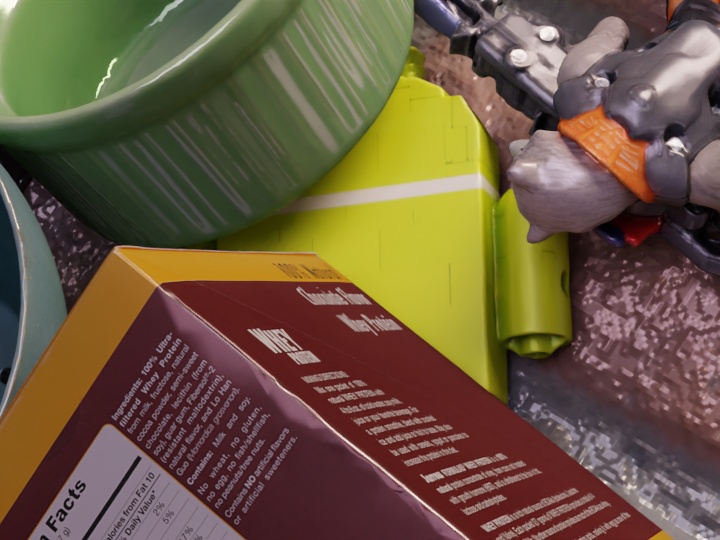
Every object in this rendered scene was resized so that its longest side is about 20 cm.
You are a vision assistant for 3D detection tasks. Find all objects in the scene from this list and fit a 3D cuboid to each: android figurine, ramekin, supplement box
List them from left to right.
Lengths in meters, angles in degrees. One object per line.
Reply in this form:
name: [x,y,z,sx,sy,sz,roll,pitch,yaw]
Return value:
ramekin: [-0.074,-0.106,0.853,0.199,0.098,0.201,-20,43,20]
supplement box: [-0.010,0.104,0.712,0.200,0.197,0.133,38,101,15]
android figurine: [0.000,0.000,0.858,0.180,0.041,0.202,-9,71,18]

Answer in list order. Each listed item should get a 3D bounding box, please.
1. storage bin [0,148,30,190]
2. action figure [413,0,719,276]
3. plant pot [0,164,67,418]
storage bin: [-0.251,-0.039,0.938,0.135,0.094,0.201,28,85,26]
action figure: [0.114,-0.096,0.810,0.199,0.105,0.194,34,72,17]
plant pot: [-0.196,0.036,0.801,0.198,0.135,0.202,-4,75,15]
